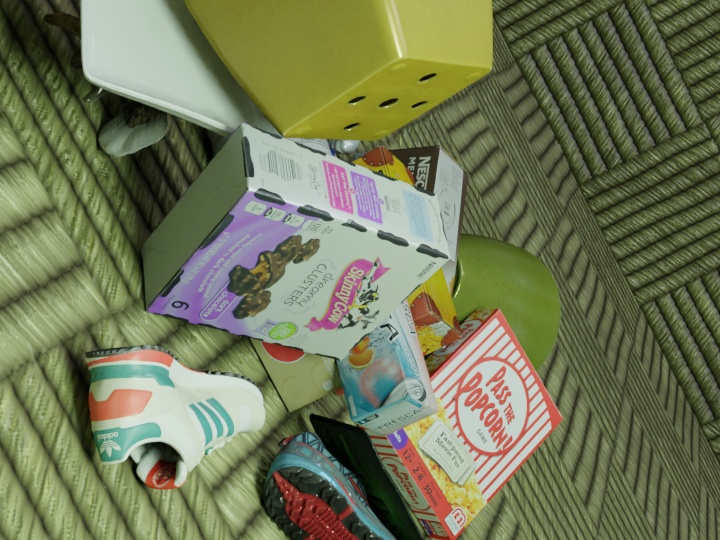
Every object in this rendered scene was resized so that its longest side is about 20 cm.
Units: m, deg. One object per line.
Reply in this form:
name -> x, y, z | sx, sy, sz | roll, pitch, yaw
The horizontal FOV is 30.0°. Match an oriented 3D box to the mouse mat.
mouse mat -> 0.021, 0.220, 1.196 | 0.202, 0.007, 0.161 | 62, -18, -9

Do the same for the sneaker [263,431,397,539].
sneaker -> -0.005, 0.219, 1.173 | 0.201, 0.079, 0.096 | 56, 18, -23

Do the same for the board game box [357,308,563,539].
board game box -> 0.110, 0.161, 1.425 | 0.200, 0.046, 0.152 | -42, 110, -29

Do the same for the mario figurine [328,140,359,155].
mario figurine -> -0.044, -0.197, 1.406 | 0.122, 0.201, 0.107 | 21, 39, -8

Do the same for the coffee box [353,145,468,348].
coffee box -> 0.042, -0.023, 1.443 | 0.080, 0.113, 0.203 | 34, 61, -54

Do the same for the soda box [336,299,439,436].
soda box -> 0.009, 0.046, 1.247 | 0.068, 0.063, 0.202 | 33, 35, -56

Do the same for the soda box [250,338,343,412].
soda box -> -0.077, 0.023, 1.249 | 0.202, 0.067, 0.064 | 62, 20, -6

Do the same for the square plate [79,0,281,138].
square plate -> -0.150, -0.197, 1.076 | 0.197, 0.028, 0.202 | 18, 50, -41

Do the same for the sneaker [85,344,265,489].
sneaker -> -0.137, 0.119, 0.997 | 0.199, 0.069, 0.095 | 32, 53, -60

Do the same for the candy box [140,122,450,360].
candy box -> -0.054, -0.016, 1.107 | 0.198, 0.168, 0.072 | 17, 46, -32

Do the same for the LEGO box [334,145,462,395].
LEGO box -> 0.000, 0.000, 1.360 | 0.077, 0.148, 0.202 | 34, 35, -55

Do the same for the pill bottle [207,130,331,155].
pill bottle -> -0.098, -0.149, 1.347 | 0.113, 0.112, 0.202 | 27, 41, -60

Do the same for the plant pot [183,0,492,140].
plant pot -> -0.007, -0.212, 1.075 | 0.199, 0.199, 0.179 | -5, 72, -52

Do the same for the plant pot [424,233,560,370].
plant pot -> 0.112, 0.032, 1.556 | 0.200, 0.186, 0.189 | 29, 39, -58

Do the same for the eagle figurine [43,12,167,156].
eagle figurine -> -0.152, -0.179, 1.184 | 0.199, 0.151, 0.153 | 11, 43, -58
